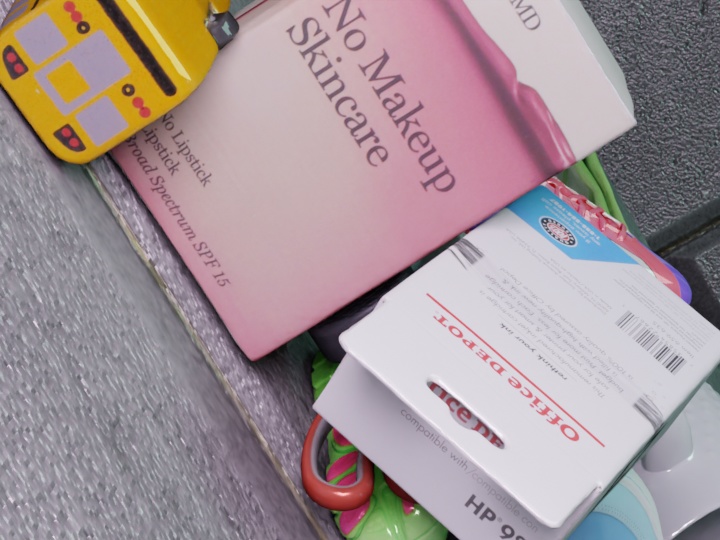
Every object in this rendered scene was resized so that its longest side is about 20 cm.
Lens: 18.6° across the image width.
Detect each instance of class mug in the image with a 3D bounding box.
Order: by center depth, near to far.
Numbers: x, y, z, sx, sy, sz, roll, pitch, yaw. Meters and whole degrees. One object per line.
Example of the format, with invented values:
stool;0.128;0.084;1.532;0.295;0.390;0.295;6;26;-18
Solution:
mug;0.148;0.100;1.249;0.176;0.147;0.201;52;-17;36

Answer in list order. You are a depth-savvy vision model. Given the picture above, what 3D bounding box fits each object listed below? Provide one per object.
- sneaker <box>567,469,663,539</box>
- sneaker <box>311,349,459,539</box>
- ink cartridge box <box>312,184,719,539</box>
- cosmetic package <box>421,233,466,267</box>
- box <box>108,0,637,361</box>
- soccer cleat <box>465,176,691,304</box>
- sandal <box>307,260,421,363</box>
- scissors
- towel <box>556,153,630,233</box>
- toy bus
sneaker;0.113;0.186;0.998;0.131;0.079;0.201;-102;-179;-48
sneaker;0.023;0.081;1.023;0.200;0.076;0.084;-84;149;-54
ink cartridge box;0.062;0.050;0.911;0.116;0.067;0.200;41;33;10
cosmetic package;0.066;0.086;1.143;0.107;0.090;0.201;45;16;-51
box;0.004;-0.073;0.963;0.128;0.199;0.109;56;11;-10
soccer cleat;0.101;-0.030;1.245;0.199;0.077;0.067;20;-3;-3
sandal;-0.001;0.000;1.078;0.043;0.076;0.200;56;13;-20
scissors;0.019;0.039;0.984;0.200;0.073;0.014;-79;169;-53
towel;0.135;0.020;1.407;0.201;0.030;0.150;95;-16;-45
toy bus;-0.098;-0.117;0.931;0.065;0.078;0.200;53;13;-18
